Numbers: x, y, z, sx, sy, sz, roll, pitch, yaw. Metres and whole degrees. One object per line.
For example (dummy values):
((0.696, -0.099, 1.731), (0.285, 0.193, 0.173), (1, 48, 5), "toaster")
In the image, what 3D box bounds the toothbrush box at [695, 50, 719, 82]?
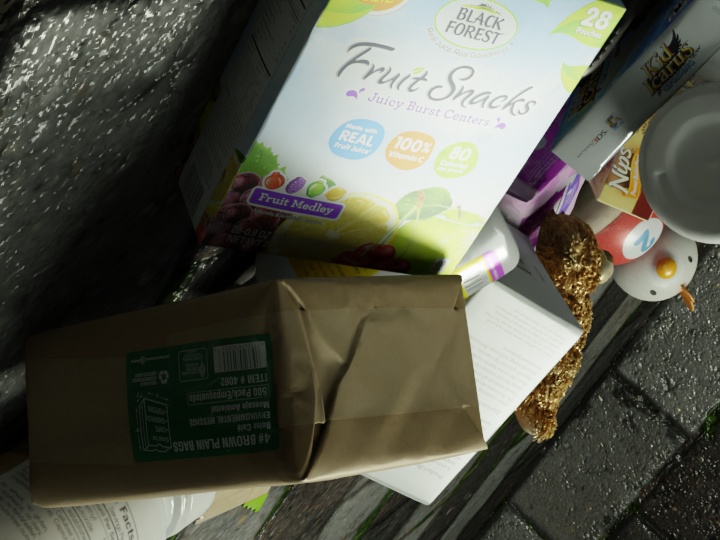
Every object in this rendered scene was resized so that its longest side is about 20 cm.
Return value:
((0.357, -0.259, 1.268), (0.201, 0.085, 0.147), (-73, -170, -50), "toothbrush box")

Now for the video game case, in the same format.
((0.238, -0.188, 1.170), (0.181, 0.045, 0.200), (-50, -172, 35), "video game case")

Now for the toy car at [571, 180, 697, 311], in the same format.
((0.294, -0.027, 1.520), (0.184, 0.200, 0.177), (-45, -166, 6), "toy car")

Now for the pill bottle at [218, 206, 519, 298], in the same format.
((0.000, 0.000, 0.987), (0.199, 0.105, 0.104), (-30, 164, 1), "pill bottle")

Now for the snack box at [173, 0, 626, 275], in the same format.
((0.017, -0.095, 0.777), (0.168, 0.068, 0.201), (7, 129, -32), "snack box")

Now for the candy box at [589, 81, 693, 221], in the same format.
((0.249, -0.129, 1.317), (0.200, 0.055, 0.116), (-77, -170, -73), "candy box")

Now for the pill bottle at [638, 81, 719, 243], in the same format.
((0.301, -0.087, 1.151), (0.120, 0.120, 0.200), (-53, 162, 20), "pill bottle")

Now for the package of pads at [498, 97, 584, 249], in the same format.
((0.143, -0.069, 1.311), (0.120, 0.076, 0.200), (-45, 165, -21), "package of pads")

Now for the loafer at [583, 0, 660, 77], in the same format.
((0.201, -0.228, 1.111), (0.200, 0.073, 0.071), (-46, 180, 0), "loafer")

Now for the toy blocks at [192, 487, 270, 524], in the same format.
((-0.114, 0.130, 1.100), (0.136, 0.100, 0.200), (-19, 149, -38), "toy blocks")

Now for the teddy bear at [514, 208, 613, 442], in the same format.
((0.176, 0.051, 1.266), (0.145, 0.066, 0.201), (16, 86, -77), "teddy bear")

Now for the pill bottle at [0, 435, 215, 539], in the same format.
((-0.184, 0.155, 0.890), (0.200, 0.114, 0.115), (-29, 157, -49), "pill bottle")

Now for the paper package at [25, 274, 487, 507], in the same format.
((-0.059, 0.068, 0.819), (0.199, 0.104, 0.190), (-11, 174, 35), "paper package")

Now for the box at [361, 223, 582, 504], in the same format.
((0.060, 0.059, 1.193), (0.106, 0.153, 0.200), (29, 112, -28), "box")
